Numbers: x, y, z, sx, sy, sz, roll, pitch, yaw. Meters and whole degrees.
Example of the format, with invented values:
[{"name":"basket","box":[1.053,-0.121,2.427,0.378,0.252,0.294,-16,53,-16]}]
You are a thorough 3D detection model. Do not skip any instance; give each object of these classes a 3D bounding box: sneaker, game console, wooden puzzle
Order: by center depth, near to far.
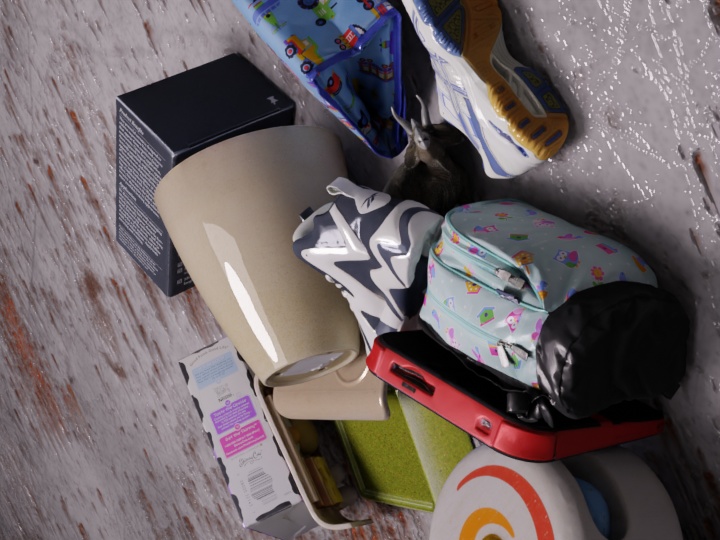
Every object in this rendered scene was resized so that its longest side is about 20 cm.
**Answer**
[{"name":"sneaker","box":[0.078,-0.160,1.058,0.201,0.075,0.088,61,149,7]},{"name":"game console","box":[0.121,0.095,1.086,0.200,0.176,0.031,29,111,43]},{"name":"sneaker","box":[0.000,0.000,1.161,0.129,0.079,0.200,33,150,23]},{"name":"wooden puzzle","box":[-0.015,0.046,1.324,0.185,0.046,0.201,-8,77,54]}]

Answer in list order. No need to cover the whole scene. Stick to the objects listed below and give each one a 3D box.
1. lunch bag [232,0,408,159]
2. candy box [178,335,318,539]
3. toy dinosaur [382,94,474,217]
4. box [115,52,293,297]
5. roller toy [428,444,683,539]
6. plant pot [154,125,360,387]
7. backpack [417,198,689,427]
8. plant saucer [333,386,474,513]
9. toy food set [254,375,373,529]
[{"name":"lunch bag","box":[-0.027,-0.185,1.152,0.151,0.094,0.200,51,174,26]},{"name":"candy box","box":[-0.111,0.188,1.485,0.201,0.071,0.168,65,-176,19]},{"name":"toy dinosaur","box":[0.057,-0.063,1.180,0.103,0.077,0.200,66,156,19]},{"name":"box","box":[-0.164,-0.098,1.389,0.107,0.148,0.201,44,143,29]},{"name":"roller toy","box":[0.145,0.223,1.059,0.200,0.139,0.183,1,85,55]},{"name":"plant pot","box":[-0.076,-0.002,1.245,0.187,0.187,0.201,-47,57,57]},{"name":"backpack","box":[0.140,0.026,1.044,0.200,0.166,0.127,30,114,45]},{"name":"plant saucer","box":[0.034,0.169,1.384,0.200,0.048,0.201,-2,110,57]},{"name":"toy food set","box":[-0.043,0.185,1.443,0.201,0.060,0.144,64,-176,11]}]
